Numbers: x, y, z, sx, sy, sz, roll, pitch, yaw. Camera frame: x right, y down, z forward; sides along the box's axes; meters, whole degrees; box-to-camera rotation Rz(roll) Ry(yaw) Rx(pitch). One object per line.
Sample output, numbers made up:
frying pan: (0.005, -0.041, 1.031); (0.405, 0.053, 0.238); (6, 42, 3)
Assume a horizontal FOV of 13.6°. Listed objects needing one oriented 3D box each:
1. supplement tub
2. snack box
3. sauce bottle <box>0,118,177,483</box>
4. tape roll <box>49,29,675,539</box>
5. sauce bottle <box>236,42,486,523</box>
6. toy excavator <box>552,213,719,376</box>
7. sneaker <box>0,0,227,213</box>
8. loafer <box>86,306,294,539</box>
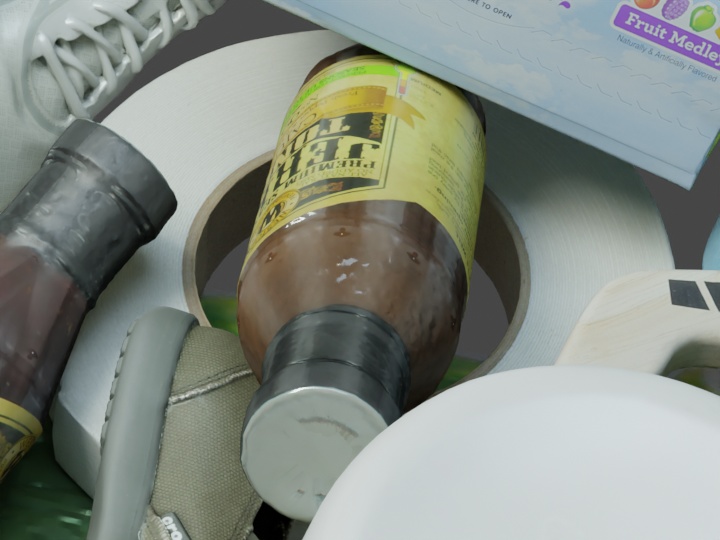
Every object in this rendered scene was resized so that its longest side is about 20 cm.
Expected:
supplement tub: (0.049, 0.134, 0.739); (0.143, 0.201, 0.145); (2, 52, -2)
snack box: (0.044, -0.125, 0.949); (0.168, 0.068, 0.200); (23, 30, -8)
sauce bottle: (-0.128, 0.042, 0.857); (0.066, 0.066, 0.200); (33, 73, 20)
tape roll: (-0.003, 0.011, 0.932); (0.201, 0.037, 0.204); (2, 53, -3)
sauce bottle: (0.000, 0.000, 0.830); (0.064, 0.065, 0.200); (7, 26, 1)
toy excavator: (0.130, 0.008, 0.888); (0.199, 0.100, 0.195); (5, 51, -9)
sneaker: (-0.088, -0.089, 0.968); (0.081, 0.075, 0.201); (10, 52, 25)
loafer: (-0.043, 0.100, 0.804); (0.069, 0.075, 0.201); (7, 61, 2)
